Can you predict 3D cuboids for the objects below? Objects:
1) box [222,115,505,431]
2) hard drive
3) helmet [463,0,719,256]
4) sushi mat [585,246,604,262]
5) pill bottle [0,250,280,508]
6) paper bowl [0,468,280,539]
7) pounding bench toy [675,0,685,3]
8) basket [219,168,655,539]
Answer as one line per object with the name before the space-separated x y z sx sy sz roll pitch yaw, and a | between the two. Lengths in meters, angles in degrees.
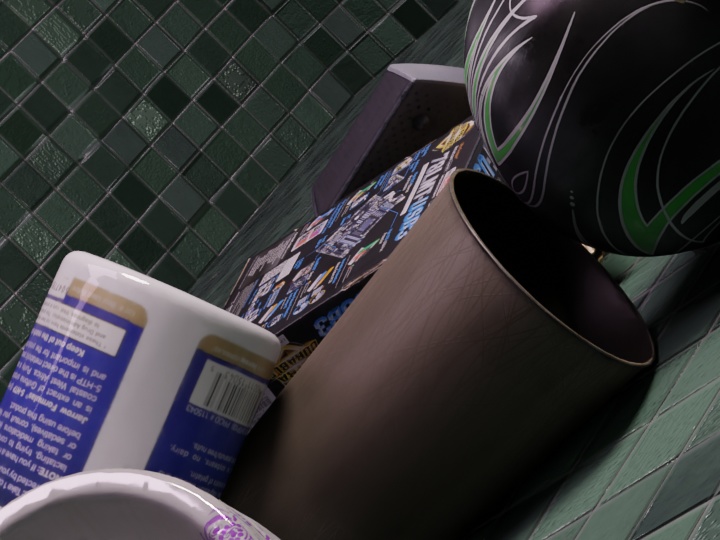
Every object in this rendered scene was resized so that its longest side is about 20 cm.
box | 0.000 0.000 1.581 0.198 0.050 0.200 -32 15 23
hard drive | 0.065 -0.070 1.769 0.200 0.042 0.135 9 -57 -44
helmet | 0.146 -0.102 1.377 0.191 0.200 0.200 -41 8 25
sushi mat | 0.106 -0.039 1.645 0.096 0.012 0.200 -58 25 22
pill bottle | -0.130 0.103 1.345 0.120 0.119 0.200 177 117 -81
paper bowl | -0.102 0.197 1.222 0.201 0.201 0.104 -46 -29 3
pounding bench toy | 0.232 -0.134 1.192 0.124 0.156 0.200 -50 8 -30
basket | 0.032 0.068 1.369 0.200 0.136 0.180 -48 4 15
